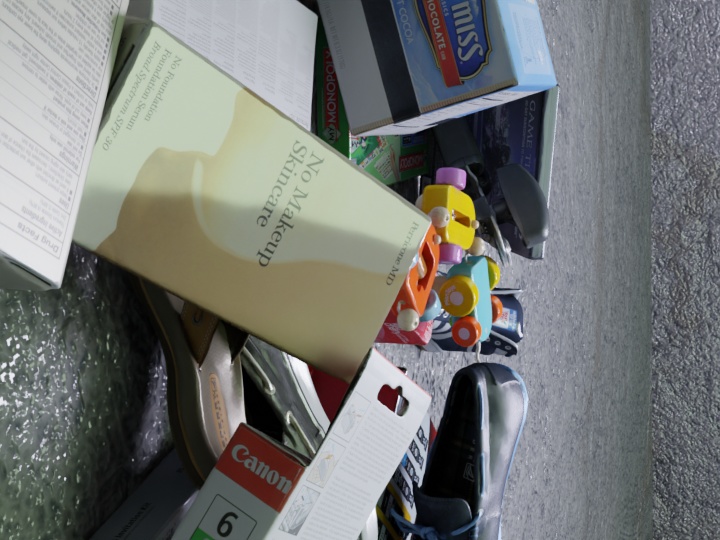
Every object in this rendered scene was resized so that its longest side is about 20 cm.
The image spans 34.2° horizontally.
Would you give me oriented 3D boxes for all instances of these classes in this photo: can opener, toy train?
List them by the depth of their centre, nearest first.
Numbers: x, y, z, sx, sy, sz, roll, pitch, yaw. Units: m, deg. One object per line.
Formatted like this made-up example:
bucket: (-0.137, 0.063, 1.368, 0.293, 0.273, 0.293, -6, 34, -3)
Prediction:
toy train: (0.052, 0.013, 0.871, 0.201, 0.055, 0.152, 60, 39, -49)
can opener: (0.105, -0.090, 0.981, 0.054, 0.066, 0.202, 63, 9, -52)

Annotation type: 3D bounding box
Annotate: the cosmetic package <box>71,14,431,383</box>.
cosmetic package: (-0.066, -0.031, 0.582, 0.199, 0.071, 0.106, 29, 85, -40)

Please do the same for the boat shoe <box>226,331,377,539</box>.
boat shoe: (-0.054, 0.114, 0.746, 0.064, 0.070, 0.203, -34, 102, -53)

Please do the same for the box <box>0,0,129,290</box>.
box: (-0.152, -0.102, 0.472, 0.095, 0.076, 0.203, 47, 49, -61)

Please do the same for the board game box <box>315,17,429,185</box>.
board game box: (0.015, -0.140, 0.976, 0.200, 0.029, 0.137, -24, 116, -67)

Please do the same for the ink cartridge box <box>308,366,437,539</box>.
ink cartridge box: (-0.014, 0.177, 0.866, 0.176, 0.082, 0.202, 63, 36, -51)

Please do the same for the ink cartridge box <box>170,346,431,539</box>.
ink cartridge box: (-0.043, 0.133, 0.625, 0.202, 0.050, 0.109, -60, 152, -8)

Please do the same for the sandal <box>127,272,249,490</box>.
sandal: (-0.084, 0.026, 0.664, 0.080, 0.053, 0.203, -3, 79, -68)

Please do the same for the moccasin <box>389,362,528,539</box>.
moccasin: (0.060, 0.163, 0.838, 0.068, 0.080, 0.204, 17, 82, -48)

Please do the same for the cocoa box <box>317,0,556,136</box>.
cocoa box: (0.048, -0.212, 0.848, 0.133, 0.129, 0.203, -21, 96, -67)

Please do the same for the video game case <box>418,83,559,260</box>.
video game case: (0.108, -0.102, 1.036, 0.019, 0.199, 0.145, -3, 105, -26)

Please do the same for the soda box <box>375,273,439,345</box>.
soda box: (0.000, 0.000, 0.898, 0.200, 0.069, 0.064, 46, 50, -62)

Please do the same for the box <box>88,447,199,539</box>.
box: (-0.106, 0.223, 0.689, 0.156, 0.041, 0.203, -48, 135, -58)

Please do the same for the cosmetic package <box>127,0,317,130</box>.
cosmetic package: (-0.087, -0.135, 0.678, 0.200, 0.050, 0.084, 14, 77, -68)

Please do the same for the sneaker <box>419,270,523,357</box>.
sneaker: (0.090, 0.033, 1.087, 0.200, 0.107, 0.071, 40, 55, -64)
